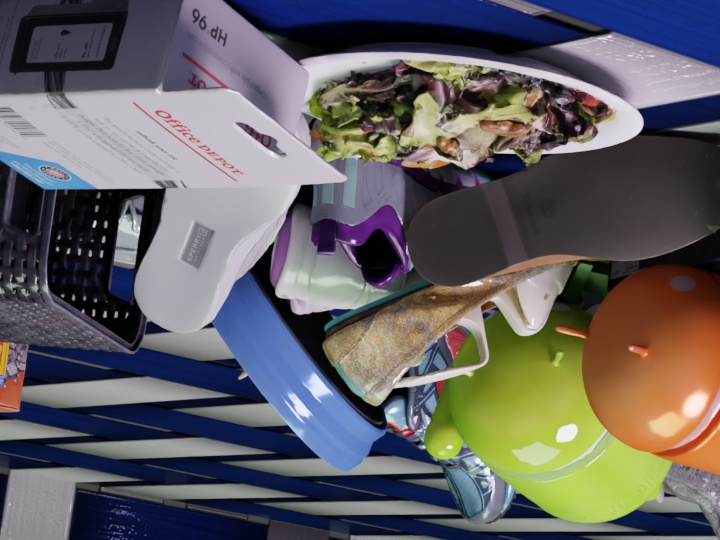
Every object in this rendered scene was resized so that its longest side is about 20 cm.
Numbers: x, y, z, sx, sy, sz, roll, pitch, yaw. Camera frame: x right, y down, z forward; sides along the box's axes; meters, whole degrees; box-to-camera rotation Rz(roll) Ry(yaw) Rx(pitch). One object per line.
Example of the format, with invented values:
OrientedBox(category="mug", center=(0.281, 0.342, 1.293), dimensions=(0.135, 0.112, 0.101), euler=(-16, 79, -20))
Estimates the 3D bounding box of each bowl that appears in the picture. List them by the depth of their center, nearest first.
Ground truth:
OrientedBox(category="bowl", center=(-0.050, 0.040, 1.909), dimensions=(0.039, 0.201, 0.201), euler=(-35, 160, 8))

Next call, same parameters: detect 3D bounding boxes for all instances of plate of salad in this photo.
OrientedBox(category="plate of salad", center=(0.049, -0.079, 1.529), dimensions=(0.199, 0.048, 0.200), euler=(8, 169, 1))

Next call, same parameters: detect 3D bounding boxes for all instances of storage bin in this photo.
OrientedBox(category="storage bin", center=(-0.188, -0.035, 1.672), dimensions=(0.093, 0.136, 0.200), euler=(4, 169, 12))

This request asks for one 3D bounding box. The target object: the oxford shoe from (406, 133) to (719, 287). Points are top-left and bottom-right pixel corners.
OrientedBox(category="oxford shoe", center=(0.128, -0.038, 1.640), dimensions=(0.199, 0.072, 0.071), euler=(-10, -179, 26))

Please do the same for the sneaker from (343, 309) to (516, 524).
OrientedBox(category="sneaker", center=(0.041, 0.094, 2.025), dimensions=(0.095, 0.201, 0.079), euler=(-28, -166, -32))

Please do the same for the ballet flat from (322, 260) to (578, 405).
OrientedBox(category="ballet flat", center=(0.072, 0.021, 1.727), dimensions=(0.200, 0.071, 0.071), euler=(-27, -179, -20))

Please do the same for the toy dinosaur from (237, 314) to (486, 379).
OrientedBox(category="toy dinosaur", center=(0.018, 0.049, 2.084), dimensions=(0.199, 0.102, 0.058), euler=(9, 170, -9))

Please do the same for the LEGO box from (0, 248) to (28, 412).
OrientedBox(category="LEGO box", center=(-0.320, 0.020, 2.027), dimensions=(0.200, 0.149, 0.077), euler=(-3, 166, 42))

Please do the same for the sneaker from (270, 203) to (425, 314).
OrientedBox(category="sneaker", center=(0.000, 0.000, 1.823), dimensions=(0.099, 0.075, 0.200), euler=(11, -176, 5))

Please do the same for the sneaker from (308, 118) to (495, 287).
OrientedBox(category="sneaker", center=(0.023, -0.026, 1.714), dimensions=(0.074, 0.088, 0.200), euler=(0, 167, 33))

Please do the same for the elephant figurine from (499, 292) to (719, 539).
OrientedBox(category="elephant figurine", center=(0.181, 0.099, 2.023), dimensions=(0.141, 0.155, 0.200), euler=(-20, 127, 29))

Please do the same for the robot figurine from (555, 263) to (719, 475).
OrientedBox(category="robot figurine", center=(0.216, 0.062, 1.709), dimensions=(0.200, 0.144, 0.117), euler=(16, 133, -30))

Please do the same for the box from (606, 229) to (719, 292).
OrientedBox(category="box", center=(0.263, -0.007, 1.755), dimensions=(0.157, 0.051, 0.200), euler=(11, 169, -21))

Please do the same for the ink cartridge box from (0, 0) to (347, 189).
OrientedBox(category="ink cartridge box", center=(-0.108, -0.093, 1.459), dimensions=(0.199, 0.068, 0.116), euler=(1, 159, 34))

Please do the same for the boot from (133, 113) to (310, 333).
OrientedBox(category="boot", center=(-0.070, -0.055, 1.688), dimensions=(0.073, 0.096, 0.200), euler=(33, 135, -2))

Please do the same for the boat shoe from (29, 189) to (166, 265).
OrientedBox(category="boat shoe", center=(-0.147, -0.036, 1.826), dimensions=(0.200, 0.070, 0.071), euler=(3, 172, 35))

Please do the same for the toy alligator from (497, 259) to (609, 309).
OrientedBox(category="toy alligator", center=(0.140, -0.006, 1.861), dimensions=(0.199, 0.059, 0.054), euler=(9, -148, -22))

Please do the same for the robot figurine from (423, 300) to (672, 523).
OrientedBox(category="robot figurine", center=(0.130, 0.090, 1.839), dimensions=(0.175, 0.116, 0.200), euler=(-12, 154, 23))
